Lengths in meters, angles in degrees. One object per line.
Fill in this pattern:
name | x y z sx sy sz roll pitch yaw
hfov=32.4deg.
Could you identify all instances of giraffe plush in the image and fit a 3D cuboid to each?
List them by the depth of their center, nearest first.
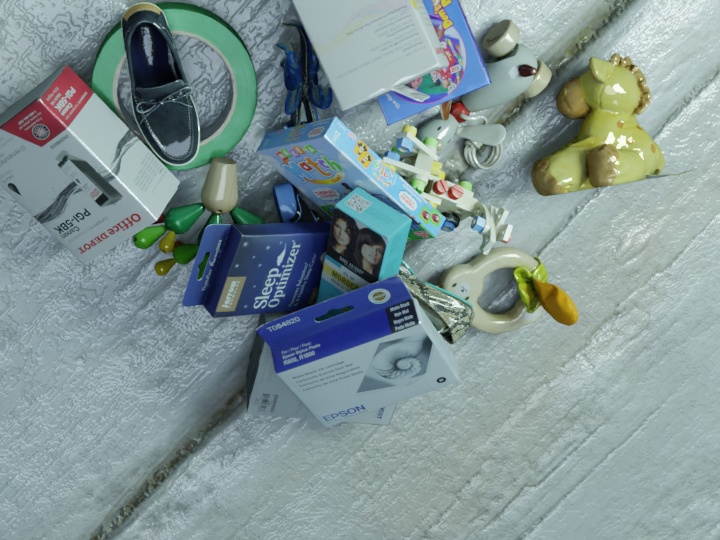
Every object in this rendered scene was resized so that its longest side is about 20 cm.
giraffe plush | 0.308 -0.188 1.576 0.200 0.173 0.163 -9 92 5

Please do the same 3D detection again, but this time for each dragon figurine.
dragon figurine | -0.067 -0.224 1.494 0.059 0.200 0.100 -8 75 -9

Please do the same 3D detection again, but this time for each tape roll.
tape roll | -0.227 -0.224 1.515 0.200 0.048 0.201 -3 112 -8

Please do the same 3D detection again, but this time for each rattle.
rattle | 0.165 0.049 1.647 0.200 0.143 0.130 2 130 -17

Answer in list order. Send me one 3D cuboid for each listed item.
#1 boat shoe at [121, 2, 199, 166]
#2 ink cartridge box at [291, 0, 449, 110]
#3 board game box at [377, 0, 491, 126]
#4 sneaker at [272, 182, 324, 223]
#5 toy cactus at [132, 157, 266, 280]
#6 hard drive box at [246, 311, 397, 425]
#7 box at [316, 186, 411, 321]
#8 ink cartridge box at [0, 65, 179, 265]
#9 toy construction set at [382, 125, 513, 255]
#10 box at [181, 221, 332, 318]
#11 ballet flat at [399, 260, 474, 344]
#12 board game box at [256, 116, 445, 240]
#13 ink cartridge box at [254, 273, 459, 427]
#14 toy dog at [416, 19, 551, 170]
boat shoe | -0.236 -0.213 1.459 0.074 0.062 0.200 -13 115 -6
ink cartridge box | 0.012 -0.276 1.414 0.125 0.129 0.200 -22 96 13
board game box | 0.059 -0.293 1.493 0.134 0.045 0.200 -21 96 12
sneaker | -0.051 -0.036 1.614 0.078 0.070 0.200 -23 121 -3
toy cactus | -0.179 -0.060 1.555 0.200 0.102 0.165 10 109 -5
hard drive box | -0.042 0.124 1.643 0.200 0.077 0.156 7 134 -12
box | 0.000 0.000 1.520 0.082 0.049 0.200 33 138 20
ink cartridge box | -0.342 -0.122 1.490 0.147 0.083 0.200 -28 116 33
toy construction set | 0.105 -0.099 1.573 0.200 0.131 0.092 36 64 -11
box | -0.114 -0.002 1.513 0.200 0.032 0.121 -3 126 -39
ballet flat | 0.058 0.031 1.597 0.200 0.068 0.075 35 71 -16
board game box | -0.013 -0.106 1.528 0.200 0.151 0.037 41 65 -28
ink cartridge box | -0.001 0.106 1.537 0.199 0.041 0.200 -21 137 14
toy dog | 0.160 -0.213 1.558 0.132 0.096 0.200 21 107 -16
